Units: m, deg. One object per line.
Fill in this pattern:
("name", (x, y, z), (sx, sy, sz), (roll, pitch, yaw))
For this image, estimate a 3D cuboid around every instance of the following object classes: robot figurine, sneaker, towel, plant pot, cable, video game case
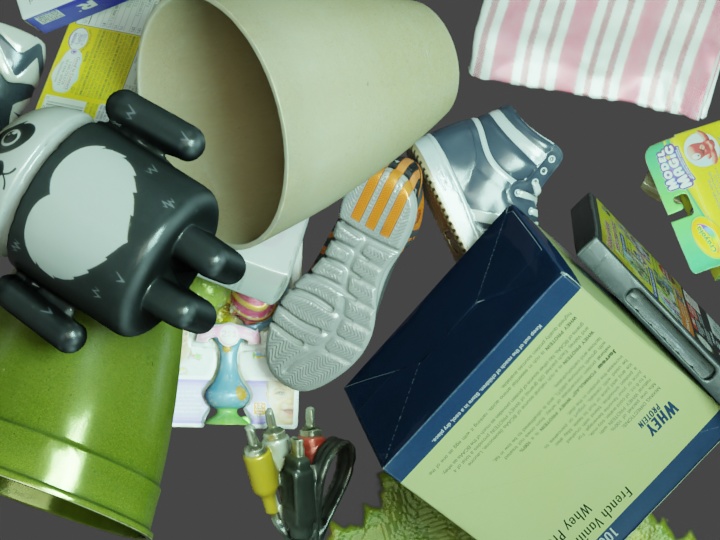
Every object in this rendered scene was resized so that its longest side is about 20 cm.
("robot figurine", (-0.181, -0.033, 1.587), (0.199, 0.125, 0.150), (32, 52, 13))
("sneaker", (0.000, 0.000, 1.754), (0.077, 0.112, 0.201), (33, 109, 4))
("towel", (0.194, -0.199, 1.765), (0.198, 0.030, 0.147), (10, 123, -5))
("plant pot", (-0.219, 0.079, 1.696), (0.199, 0.200, 0.194), (20, 78, -6))
("cable", (-0.051, 0.206, 1.785), (0.097, 0.050, 0.202), (-12, 111, -40))
("plant pot", (-0.032, -0.133, 1.646), (0.199, 0.187, 0.189), (-20, 93, -35))
("video game case", (0.232, 0.027, 1.726), (0.025, 0.200, 0.181), (-43, 95, 11))
("sneaker", (-0.351, -0.143, 1.720), (0.198, 0.079, 0.131), (19, 80, -16))
("sneaker", (0.125, -0.033, 1.778), (0.108, 0.070, 0.201), (-27, 96, -9))

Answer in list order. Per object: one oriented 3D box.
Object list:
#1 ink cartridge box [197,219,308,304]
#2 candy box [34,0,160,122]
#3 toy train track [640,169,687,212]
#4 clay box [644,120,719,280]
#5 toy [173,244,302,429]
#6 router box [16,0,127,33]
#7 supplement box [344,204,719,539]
("ink cartridge box", (-0.132, -0.076, 1.718), (0.199, 0.057, 0.163), (24, 49, -9))
("candy box", (-0.186, -0.143, 1.713), (0.101, 0.026, 0.201), (14, 63, 8))
("toy train track", (0.317, -0.028, 1.814), (0.199, 0.033, 0.115), (28, 71, 2))
("clay box", (0.330, -0.070, 1.787), (0.199, 0.048, 0.116), (-18, 75, -10))
("toy", (-0.101, 0.025, 1.765), (0.114, 0.047, 0.202), (2, 92, -10))
("router box", (-0.185, -0.301, 1.710), (0.199, 0.049, 0.181), (-21, 79, 8))
("supplement box", (0.134, 0.101, 1.701), (0.199, 0.134, 0.200), (38, 101, -25))
